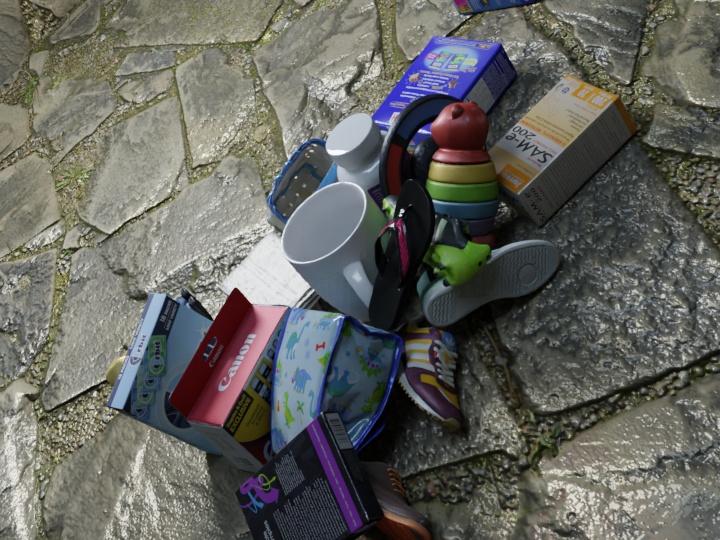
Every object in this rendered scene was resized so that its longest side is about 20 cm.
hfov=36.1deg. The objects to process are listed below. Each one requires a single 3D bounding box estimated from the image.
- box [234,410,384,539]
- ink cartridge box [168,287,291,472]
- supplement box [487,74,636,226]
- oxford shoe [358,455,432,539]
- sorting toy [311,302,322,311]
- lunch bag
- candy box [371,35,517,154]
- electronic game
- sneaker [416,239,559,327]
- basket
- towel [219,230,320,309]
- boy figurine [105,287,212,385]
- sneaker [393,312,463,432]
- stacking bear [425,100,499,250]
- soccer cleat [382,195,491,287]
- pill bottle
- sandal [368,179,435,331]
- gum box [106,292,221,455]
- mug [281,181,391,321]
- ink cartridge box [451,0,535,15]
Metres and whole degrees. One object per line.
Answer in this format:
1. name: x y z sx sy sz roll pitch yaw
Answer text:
1. box: -0.067 0.286 1.357 0.200 0.036 0.144 -43 60 32
2. ink cartridge box: -0.148 0.153 1.550 0.083 0.176 0.202 2 54 42
3. supplement box: 0.277 -0.175 1.583 0.200 0.074 0.126 -44 36 -3
4. oxford shoe: 0.027 0.274 1.361 0.073 0.072 0.199 -49 36 -17
5. sorting toy: -0.155 0.081 1.745 0.184 0.037 0.201 -39 36 4
6. lunch bag: -0.045 0.163 1.461 0.169 0.126 0.203 1 70 62
7. candy box: 0.134 -0.284 1.820 0.168 0.077 0.201 21 67 49
8. electronic game: 0.108 -0.154 1.608 0.201 0.200 0.041 -52 36 -15
9. sneaker: 0.166 -0.002 1.504 0.198 0.075 0.118 -23 21 -1
10. basket: -0.063 -0.130 1.762 0.178 0.138 0.200 -57 2 -20
11. towel: -0.131 0.021 1.733 0.133 0.035 0.199 -47 40 -8
12. boy figurine: -0.339 0.124 1.847 0.200 0.065 0.124 -47 37 -7
13. sneaker: 0.095 0.125 1.445 0.090 0.075 0.200 -44 37 4
14. stacking bear: 0.138 -0.133 1.542 0.112 0.204 0.121 10 18 35
15. soccer cleat: 0.100 -0.048 1.482 0.080 0.068 0.200 -30 43 -15
16. pill bottle: 0.034 -0.136 1.657 0.111 0.200 0.113 -23 40 21
17. sandal: 0.045 -0.019 1.436 0.075 0.045 0.203 27 104 49
18. gum box: -0.252 0.152 1.597 0.044 0.199 0.172 3 67 43
19. mug: 0.000 0.000 1.571 0.147 0.176 0.201 -37 37 6
20. ink cartridge box: 0.264 -0.539 1.963 0.198 0.077 0.138 3 55 42
